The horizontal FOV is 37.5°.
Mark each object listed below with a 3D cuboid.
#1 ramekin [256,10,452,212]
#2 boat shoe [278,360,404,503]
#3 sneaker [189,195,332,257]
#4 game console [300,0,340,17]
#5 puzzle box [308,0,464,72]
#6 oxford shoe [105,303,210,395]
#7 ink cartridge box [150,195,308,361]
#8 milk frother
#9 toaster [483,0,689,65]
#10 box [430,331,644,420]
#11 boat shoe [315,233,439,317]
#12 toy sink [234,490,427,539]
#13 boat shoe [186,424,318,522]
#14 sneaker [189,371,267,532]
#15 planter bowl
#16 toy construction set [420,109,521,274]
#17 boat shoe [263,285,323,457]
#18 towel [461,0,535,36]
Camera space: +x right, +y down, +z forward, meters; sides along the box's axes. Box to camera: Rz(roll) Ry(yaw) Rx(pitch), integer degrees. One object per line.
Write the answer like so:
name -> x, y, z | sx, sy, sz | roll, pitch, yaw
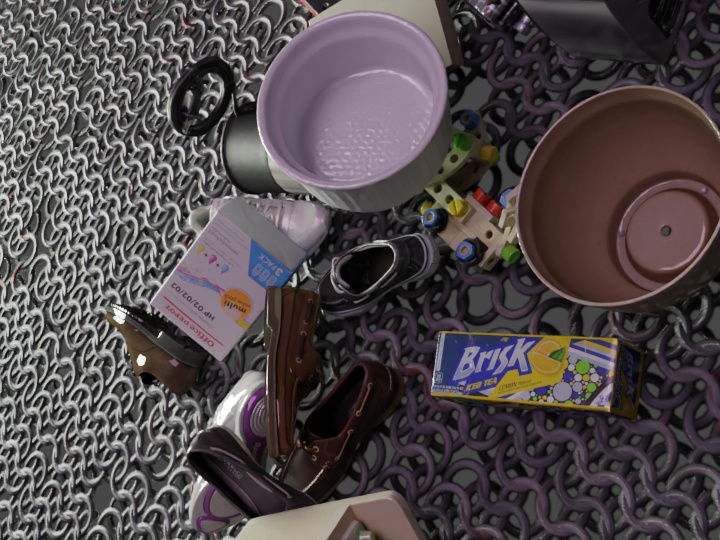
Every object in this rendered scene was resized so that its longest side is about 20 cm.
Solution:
ramekin -> 0.001, -0.158, 1.105 | 0.199, 0.098, 0.202 | -5, 70, 14
boat shoe -> -0.035, 0.179, 1.172 | 0.070, 0.070, 0.200 | 43, 104, 36
sneaker -> -0.126, -0.053, 1.306 | 0.199, 0.099, 0.075 | -4, 70, 36
game console -> -0.004, -0.399, 1.379 | 0.177, 0.031, 0.200 | -47, 52, 11
puzzle box -> 0.026, -0.271, 1.254 | 0.199, 0.025, 0.134 | -17, 87, 45
oxford shoe -> -0.285, 0.102, 1.399 | 0.200, 0.072, 0.085 | 31, 99, 42
ink cartridge box -> -0.170, 0.025, 1.282 | 0.115, 0.068, 0.200 | 39, 116, -2
milk frother -> -0.094, -0.164, 1.238 | 0.187, 0.199, 0.182 | 6, 108, 40
toaster -> 0.240, -0.307, 1.045 | 0.118, 0.181, 0.201 | 18, 85, 40
box -> 0.169, 0.101, 1.037 | 0.199, 0.064, 0.071 | 0, 75, 38
boat shoe -> 0.000, 0.000, 1.181 | 0.200, 0.071, 0.073 | -30, 65, 47
toy sink -> -0.034, 0.318, 1.058 | 0.199, 0.112, 0.131 | -18, 107, 32
boat shoe -> -0.110, 0.251, 1.155 | 0.200, 0.057, 0.067 | 41, 113, 6
sneaker -> -0.146, 0.213, 1.253 | 0.201, 0.075, 0.100 | -64, 27, 5
planter bowl -> 0.261, -0.049, 0.969 | 0.199, 0.134, 0.201 | -15, 66, 35
toy construction set -> 0.129, -0.077, 1.122 | 0.131, 0.092, 0.200 | -52, 40, 12
boat shoe -> -0.072, 0.107, 1.170 | 0.072, 0.068, 0.201 | 111, 160, -63
towel -> 0.157, -0.379, 1.200 | 0.166, 0.085, 0.200 | -51, 51, 14
